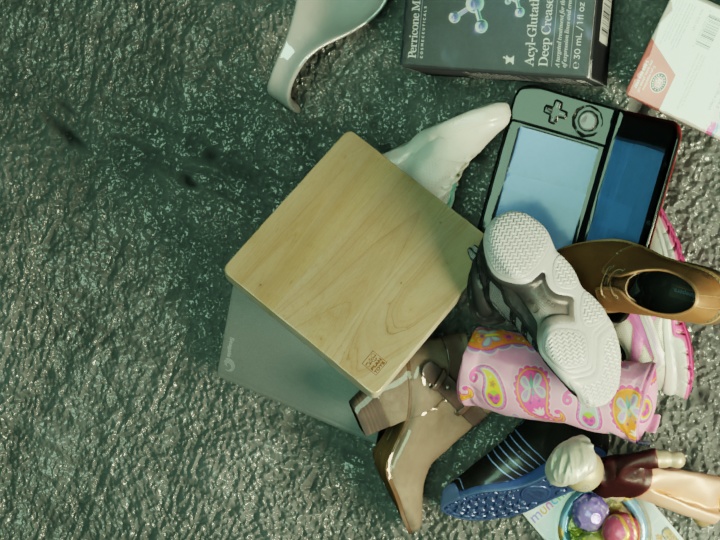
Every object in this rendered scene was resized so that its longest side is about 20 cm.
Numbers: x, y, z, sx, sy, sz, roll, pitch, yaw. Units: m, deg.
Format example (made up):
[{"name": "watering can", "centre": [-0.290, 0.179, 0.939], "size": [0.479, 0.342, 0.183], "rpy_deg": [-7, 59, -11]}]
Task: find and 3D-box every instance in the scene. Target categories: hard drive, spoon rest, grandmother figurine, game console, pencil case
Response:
[{"name": "hard drive", "centre": [-0.052, 0.085, 1.680], "size": [0.198, 0.033, 0.141], "rpy_deg": [21, 117, 17]}, {"name": "spoon rest", "centre": [-0.039, -0.263, 1.675], "size": [0.099, 0.061, 0.201], "rpy_deg": [34, 102, 14]}, {"name": "grandmother figurine", "centre": [0.269, 0.202, 1.520], "size": [0.122, 0.198, 0.061], "rpy_deg": [126, 149, -45]}, {"name": "game console", "centre": [0.209, -0.070, 1.564], "size": [0.170, 0.119, 0.203], "rpy_deg": [16, 96, 6]}, {"name": "pencil case", "centre": [0.195, 0.113, 1.543], "size": [0.197, 0.087, 0.089], "rpy_deg": [11, 95, 18]}]

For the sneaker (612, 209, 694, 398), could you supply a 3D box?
[{"name": "sneaker", "centre": [0.280, 0.029, 1.567], "size": [0.087, 0.081, 0.203], "rpy_deg": [-5, 89, 16]}]

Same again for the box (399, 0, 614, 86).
[{"name": "box", "centre": [0.152, -0.269, 1.588], "size": [0.197, 0.107, 0.151], "rpy_deg": [6, 94, 18]}]

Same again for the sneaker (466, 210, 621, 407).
[{"name": "sneaker", "centre": [0.170, 0.045, 1.503], "size": [0.075, 0.114, 0.201], "rpy_deg": [-29, 85, -23]}]

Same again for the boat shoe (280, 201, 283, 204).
[{"name": "boat shoe", "centre": [-0.006, -0.005, 1.670], "size": [0.198, 0.072, 0.069], "rpy_deg": [28, 136, 9]}]

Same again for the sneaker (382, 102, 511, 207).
[{"name": "sneaker", "centre": [0.083, -0.104, 1.638], "size": [0.199, 0.075, 0.089], "rpy_deg": [-28, 88, 28]}]

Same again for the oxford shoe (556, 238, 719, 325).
[{"name": "oxford shoe", "centre": [0.246, 0.008, 1.473], "size": [0.198, 0.071, 0.072], "rpy_deg": [8, 94, 41]}]

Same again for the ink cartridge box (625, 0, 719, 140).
[{"name": "ink cartridge box", "centre": [0.376, -0.180, 1.538], "size": [0.198, 0.067, 0.118], "rpy_deg": [29, 100, 17]}]

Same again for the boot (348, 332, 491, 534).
[{"name": "boot", "centre": [0.079, 0.165, 1.638], "size": [0.145, 0.070, 0.202], "rpy_deg": [-26, 120, -8]}]

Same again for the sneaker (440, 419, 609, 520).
[{"name": "sneaker", "centre": [0.168, 0.196, 1.619], "size": [0.198, 0.070, 0.079], "rpy_deg": [-23, 48, 28]}]

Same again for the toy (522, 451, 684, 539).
[{"name": "toy", "centre": [0.256, 0.278, 1.597], "size": [0.115, 0.047, 0.200], "rpy_deg": [-43, 79, 14]}]

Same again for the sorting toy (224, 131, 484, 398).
[{"name": "sorting toy", "centre": [0.000, 0.000, 1.582], "size": [0.198, 0.070, 0.200], "rpy_deg": [38, 72, 12]}]
